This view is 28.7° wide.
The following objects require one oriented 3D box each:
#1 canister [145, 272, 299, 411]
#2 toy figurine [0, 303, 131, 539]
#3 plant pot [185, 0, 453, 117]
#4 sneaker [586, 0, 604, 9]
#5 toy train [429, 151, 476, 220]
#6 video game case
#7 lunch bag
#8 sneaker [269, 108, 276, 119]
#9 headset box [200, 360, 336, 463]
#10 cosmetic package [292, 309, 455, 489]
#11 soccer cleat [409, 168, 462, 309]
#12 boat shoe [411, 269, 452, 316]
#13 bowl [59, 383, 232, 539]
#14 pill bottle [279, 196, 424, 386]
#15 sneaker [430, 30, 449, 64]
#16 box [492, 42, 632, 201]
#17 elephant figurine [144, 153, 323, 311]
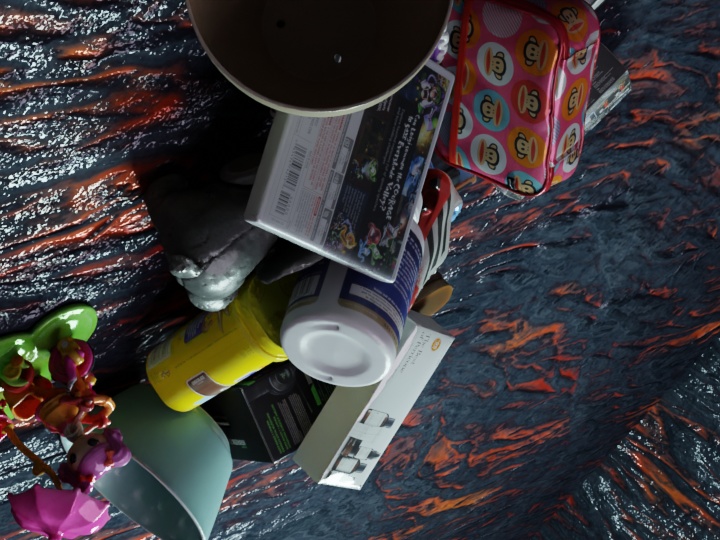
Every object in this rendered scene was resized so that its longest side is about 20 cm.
[{"bbox_3d":[-0.114,0.059,1.436,0.199,0.087,0.148,-32,-175,44],"label":"canister"},{"bbox_3d":[-0.285,0.160,1.324,0.199,0.184,0.150,-37,157,-9],"label":"toy figurine"},{"bbox_3d":[-0.032,-0.206,1.089,0.200,0.201,0.134,-38,176,-6],"label":"plant pot"},{"bbox_3d":[0.190,-0.275,1.430,0.082,0.072,0.201,-6,139,-52],"label":"sneaker"},{"bbox_3d":[0.035,-0.077,1.526,0.199,0.087,0.115,-31,149,-18],"label":"toy train"},{"bbox_3d":[-0.005,-0.110,1.219,0.181,0.023,0.202,24,80,-45],"label":"video game case"},{"bbox_3d":[0.138,-0.188,1.385,0.082,0.175,0.202,-30,135,-41],"label":"lunch bag"},{"bbox_3d":[-0.053,-0.155,1.263,0.199,0.075,0.090,3,126,-57],"label":"sneaker"},{"bbox_3d":[-0.088,0.135,1.593,0.199,0.094,0.174,-29,-169,-29],"label":"headset box"},{"bbox_3d":[0.015,0.137,1.506,0.082,0.051,0.201,18,105,-55],"label":"cosmetic package"},{"bbox_3d":[0.051,-0.008,1.459,0.085,0.068,0.202,34,76,-55],"label":"soccer cleat"},{"bbox_3d":[0.008,0.043,1.526,0.199,0.070,0.071,-27,152,-36],"label":"boat shoe"},{"bbox_3d":[-0.217,0.200,1.530,0.105,0.200,0.201,-51,164,-28],"label":"bowl"},{"bbox_3d":[0.000,0.000,1.344,0.112,0.110,0.201,105,2,-53],"label":"pill bottle"},{"bbox_3d":[0.024,-0.242,1.238,0.088,0.081,0.201,-29,150,-10],"label":"sneaker"},{"bbox_3d":[0.232,-0.170,1.663,0.200,0.050,0.158,-45,171,10],"label":"box"},{"bbox_3d":[-0.087,-0.059,1.287,0.198,0.156,0.142,-25,146,-4],"label":"elephant figurine"}]
